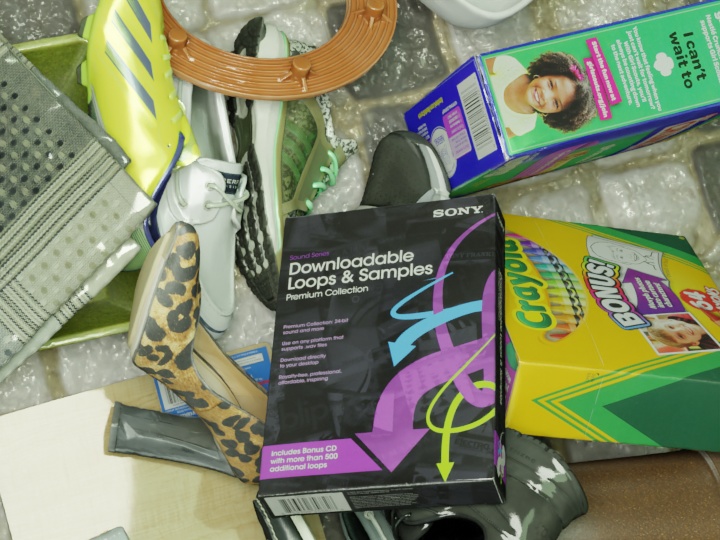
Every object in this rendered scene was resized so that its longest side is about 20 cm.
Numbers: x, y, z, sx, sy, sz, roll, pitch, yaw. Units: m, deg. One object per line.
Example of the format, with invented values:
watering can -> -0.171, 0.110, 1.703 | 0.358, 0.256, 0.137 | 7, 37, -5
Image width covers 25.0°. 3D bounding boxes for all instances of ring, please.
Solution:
ring -> -0.071, -0.193, 1.098 | 0.199, 0.019, 0.202 | 7, 51, -9

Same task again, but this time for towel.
towel -> -0.244, -0.035, 0.989 | 0.200, 0.035, 0.193 | -45, 80, 5

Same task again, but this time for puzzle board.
puzzle board -> -0.134, 0.145, 1.073 | 0.198, 0.017, 0.152 | -15, 83, -16

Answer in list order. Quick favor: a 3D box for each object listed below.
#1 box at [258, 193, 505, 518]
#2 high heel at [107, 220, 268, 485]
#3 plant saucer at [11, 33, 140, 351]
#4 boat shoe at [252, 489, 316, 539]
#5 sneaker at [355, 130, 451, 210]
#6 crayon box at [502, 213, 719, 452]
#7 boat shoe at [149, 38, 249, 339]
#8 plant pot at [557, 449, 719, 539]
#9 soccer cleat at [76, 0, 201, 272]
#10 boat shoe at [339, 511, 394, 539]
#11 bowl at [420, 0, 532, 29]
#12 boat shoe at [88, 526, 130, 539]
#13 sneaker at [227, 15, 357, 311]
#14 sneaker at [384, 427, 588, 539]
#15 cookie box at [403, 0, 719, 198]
box -> 0.016, 0.049, 0.986 | 0.142, 0.036, 0.201 | -6, 54, 14
high heel -> -0.075, 0.053, 1.010 | 0.141, 0.201, 0.072 | 10, 41, -8
plant saucer -> -0.250, -0.038, 1.059 | 0.198, 0.048, 0.201 | -12, 84, -16
boat shoe -> -0.039, 0.234, 1.046 | 0.066, 0.074, 0.201 | -23, 106, -9
sneaker -> 0.000, 0.000, 1.085 | 0.115, 0.075, 0.202 | 4, 79, -34
crayon box -> 0.159, 0.036, 1.074 | 0.171, 0.200, 0.059 | 7, 118, -13
boat shoe -> -0.109, -0.056, 1.067 | 0.066, 0.073, 0.202 | -17, 85, 26
plant pot -> 0.171, 0.205, 1.057 | 0.196, 0.200, 0.202 | 0, 80, -5
soccer cleat -> -0.136, -0.099, 1.018 | 0.083, 0.065, 0.202 | 6, 91, 8
boat shoe -> 0.026, 0.237, 1.063 | 0.061, 0.073, 0.202 | 0, 73, -27
bowl -> 0.067, -0.278, 1.154 | 0.200, 0.075, 0.200 | 44, 63, -4
boat shoe -> -0.117, 0.251, 1.019 | 0.071, 0.070, 0.202 | -34, 97, -7
sneaker -> -0.040, -0.072, 1.108 | 0.088, 0.077, 0.202 | 2, 82, -22
sneaker -> 0.037, 0.127, 0.989 | 0.091, 0.199, 0.076 | -50, 133, -23
cookie box -> 0.151, -0.115, 1.108 | 0.198, 0.171, 0.076 | -16, 87, -15
